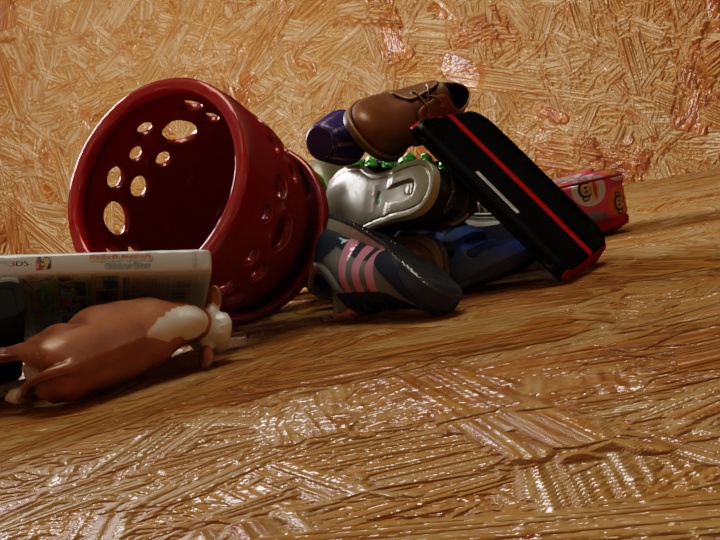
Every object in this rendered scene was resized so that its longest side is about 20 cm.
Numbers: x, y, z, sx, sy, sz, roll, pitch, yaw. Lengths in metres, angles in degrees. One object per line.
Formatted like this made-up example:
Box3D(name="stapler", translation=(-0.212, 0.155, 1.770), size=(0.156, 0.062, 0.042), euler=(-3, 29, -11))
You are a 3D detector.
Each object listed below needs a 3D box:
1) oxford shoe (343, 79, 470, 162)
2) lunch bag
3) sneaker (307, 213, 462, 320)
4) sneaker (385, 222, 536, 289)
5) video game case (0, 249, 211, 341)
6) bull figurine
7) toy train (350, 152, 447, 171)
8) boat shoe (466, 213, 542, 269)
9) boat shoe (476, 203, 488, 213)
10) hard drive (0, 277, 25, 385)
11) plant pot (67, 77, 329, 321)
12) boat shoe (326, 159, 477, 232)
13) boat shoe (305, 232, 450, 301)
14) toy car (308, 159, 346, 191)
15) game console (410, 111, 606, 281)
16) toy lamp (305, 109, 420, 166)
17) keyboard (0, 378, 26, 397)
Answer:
Box3D(name="oxford shoe", translation=(0.048, -0.158, 1.315), size=(0.071, 0.071, 0.200), euler=(-39, -5, 31))
Box3D(name="lunch bag", translation=(0.241, -0.079, 1.735), size=(0.175, 0.082, 0.200), euler=(-11, 4, -6))
Box3D(name="sneaker", translation=(0.018, 0.016, 1.168), size=(0.070, 0.082, 0.200), euler=(22, 6, -31))
Box3D(name="sneaker", translation=(0.081, -0.021, 1.303), size=(0.199, 0.083, 0.074), euler=(-5, 4, 44))
Box3D(name="video game case", translation=(-0.220, 0.027, 1.110), size=(0.181, 0.023, 0.200), euler=(-2, -19, -11))
Box3D(name="bull figurine", translation=(-0.190, 0.058, 1.021), size=(0.121, 0.066, 0.200), euler=(-12, 0, 36))
Box3D(name="toy train", translation=(0.053, -0.093, 1.392), size=(0.042, 0.057, 0.200), euler=(-12, 11, -32))
Box3D(name="boat shoe", translation=(0.120, -0.025, 1.406), size=(0.199, 0.071, 0.064), euler=(-1, 6, 15))
Box3D(name="boat shoe", translation=(0.107, -0.056, 1.497), size=(0.072, 0.073, 0.200), euler=(6, -15, 9))
Box3D(name="hard drive", translation=(-0.337, 0.065, 1.060), size=(0.139, 0.033, 0.200), euler=(-13, -16, -19))
Box3D(name="plant pot", translation=(-0.137, -0.052, 1.237), size=(0.199, 0.202, 0.182), euler=(-8, -21, 30))
Box3D(name="boat shoe", translation=(0.031, -0.064, 1.288), size=(0.067, 0.072, 0.200), euler=(13, -7, -34))
Box3D(name="boat shoe", translation=(0.000, 0.000, 1.296), size=(0.072, 0.076, 0.199), euler=(-16, 5, -37))
Box3D(name="toy car", translation=(-0.062, -0.012, 1.511), size=(0.200, 0.158, 0.164), euler=(-40, -14, 25))
Box3D(name="game console", translation=(0.143, -0.074, 1.272), size=(0.031, 0.200, 0.177), euler=(-49, -11, 24))
Box3D(name="toy lamp", translation=(0.011, -0.142, 1.369), size=(0.058, 0.059, 0.200), euler=(-8, 8, 32))
Box3D(name="keyboard", translation=(-0.264, 0.089, 1.146), size=(0.199, 0.011, 0.056), euler=(-13, 5, -42))
